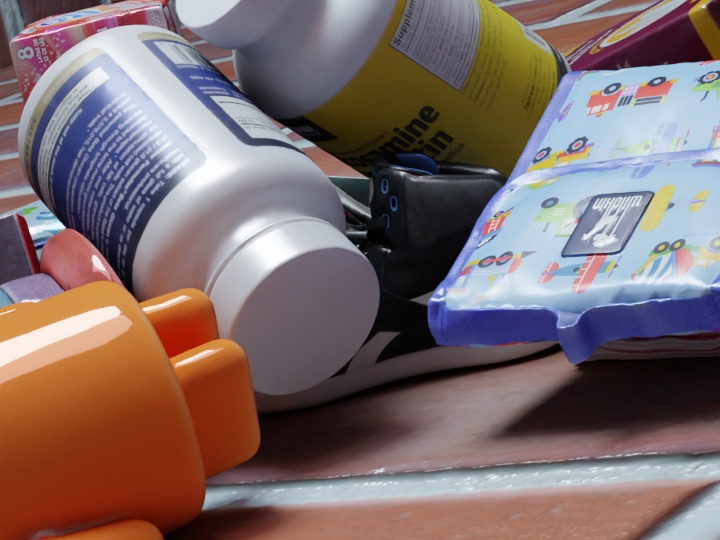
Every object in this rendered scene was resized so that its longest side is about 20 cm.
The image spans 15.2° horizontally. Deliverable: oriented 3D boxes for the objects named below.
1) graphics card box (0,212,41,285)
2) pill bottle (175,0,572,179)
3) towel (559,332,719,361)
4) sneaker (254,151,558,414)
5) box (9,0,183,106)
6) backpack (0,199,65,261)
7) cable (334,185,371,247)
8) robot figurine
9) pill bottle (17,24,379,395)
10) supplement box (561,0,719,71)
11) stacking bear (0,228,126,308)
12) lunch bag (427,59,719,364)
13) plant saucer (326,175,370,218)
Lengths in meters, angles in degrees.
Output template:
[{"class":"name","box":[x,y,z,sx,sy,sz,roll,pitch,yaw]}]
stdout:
[{"class":"graphics card box","box":[-0.247,0.059,1.350,0.200,0.126,0.051,-17,-8,-7]},{"class":"pill bottle","box":[0.007,-0.110,1.373,0.200,0.112,0.112,31,-18,-32]},{"class":"towel","box":[0.205,-0.002,1.288,0.146,0.030,0.200,-4,16,45]},{"class":"sneaker","box":[0.000,0.000,1.349,0.200,0.112,0.073,-13,10,12]},{"class":"box","box":[-0.135,-0.056,1.591,0.095,0.200,0.100,-13,11,1]},{"class":"backpack","box":[-0.153,0.017,1.466,0.200,0.154,0.163,0,7,8]},{"class":"cable","box":[0.012,-0.018,1.482,0.200,0.097,0.050,-6,2,28]},{"class":"robot figurine","box":[-0.144,0.077,1.155,0.200,0.144,0.117,-20,-9,-15]},{"class":"pill bottle","box":[-0.076,-0.027,1.302,0.111,0.111,0.200,-20,41,-24]},{"class":"supplement box","box":[0.155,-0.089,1.461,0.200,0.086,0.110,-27,9,41]},{"class":"stacking bear","box":[-0.194,0.076,1.268,0.200,0.122,0.114,-29,-5,-13]},{"class":"lunch bag","box":[0.131,-0.013,1.209,0.150,0.094,0.200,-3,28,33]},{"class":"plant saucer","box":[0.014,-0.038,1.600,0.200,0.027,0.200,3,0,0]}]
